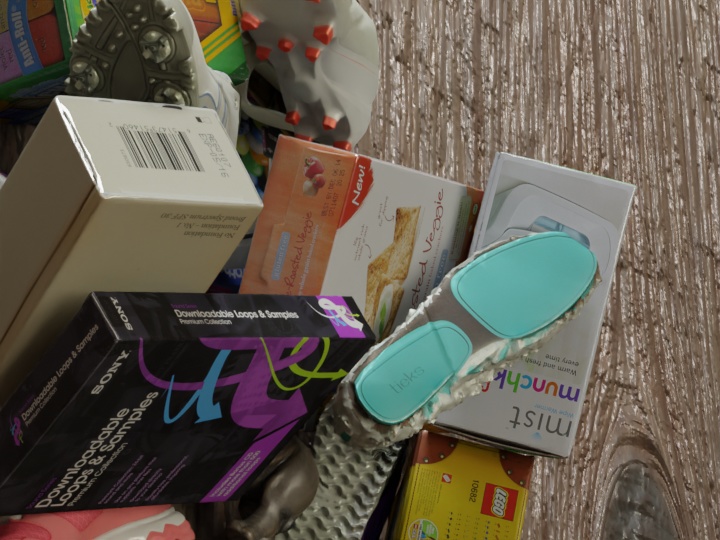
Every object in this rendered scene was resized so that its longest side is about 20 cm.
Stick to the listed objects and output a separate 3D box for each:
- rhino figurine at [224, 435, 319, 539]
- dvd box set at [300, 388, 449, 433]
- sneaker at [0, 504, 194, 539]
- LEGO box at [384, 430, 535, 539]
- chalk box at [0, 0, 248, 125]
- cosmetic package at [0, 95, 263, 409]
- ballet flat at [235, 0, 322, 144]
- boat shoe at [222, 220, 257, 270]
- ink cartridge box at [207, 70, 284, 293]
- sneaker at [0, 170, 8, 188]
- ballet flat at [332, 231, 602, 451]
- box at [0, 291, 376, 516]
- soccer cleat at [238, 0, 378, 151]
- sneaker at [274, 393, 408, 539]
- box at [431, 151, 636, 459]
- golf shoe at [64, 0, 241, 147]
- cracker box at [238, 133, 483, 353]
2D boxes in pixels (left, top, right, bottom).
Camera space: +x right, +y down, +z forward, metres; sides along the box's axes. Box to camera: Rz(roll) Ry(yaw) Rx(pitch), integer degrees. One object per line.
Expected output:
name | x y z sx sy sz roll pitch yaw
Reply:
rhino figurine | -0.102 0.087 1.365 0.200 0.060 0.088 47 53 -11
dvd box set | 0.018 0.035 1.543 0.199 0.029 0.148 9 94 -59
sneaker | -0.174 0.137 1.257 0.200 0.073 0.087 -8 72 -61
LEGO box | 0.044 0.225 1.442 0.149 0.076 0.201 105 -1 -62
chalk box | -0.177 -0.155 1.296 0.199 0.123 0.126 -2 79 -56
cosmetic package | -0.146 0.007 1.189 0.103 0.200 0.073 1 47 -39
ballet flat | -0.072 -0.140 1.439 0.200 0.068 0.063 38 61 -39
boat shoe | -0.109 -0.033 1.351 0.199 0.073 0.067 -9 98 -40
ink cartridge box | -0.080 -0.044 1.478 0.119 0.042 0.202 18 65 -52
sneaker | -0.236 -0.031 1.230 0.100 0.075 0.200 -54 125 -27
ballet flat | 0.056 0.043 1.370 0.199 0.072 0.072 -32 106 -28
box | -0.101 0.071 1.216 0.199 0.143 0.036 3 46 -49
soccer cleat | -0.027 -0.147 1.380 0.200 0.069 0.078 75 30 -59
sneaker | -0.025 0.174 1.448 0.201 0.069 0.100 -56 162 -29
box | 0.110 0.029 1.507 0.200 0.096 0.178 56 47 -83
golf shoe | -0.104 -0.092 1.249 0.201 0.078 0.098 92 23 -48
cracker box | 0.000 0.000 1.391 0.200 0.057 0.135 9 96 -64
